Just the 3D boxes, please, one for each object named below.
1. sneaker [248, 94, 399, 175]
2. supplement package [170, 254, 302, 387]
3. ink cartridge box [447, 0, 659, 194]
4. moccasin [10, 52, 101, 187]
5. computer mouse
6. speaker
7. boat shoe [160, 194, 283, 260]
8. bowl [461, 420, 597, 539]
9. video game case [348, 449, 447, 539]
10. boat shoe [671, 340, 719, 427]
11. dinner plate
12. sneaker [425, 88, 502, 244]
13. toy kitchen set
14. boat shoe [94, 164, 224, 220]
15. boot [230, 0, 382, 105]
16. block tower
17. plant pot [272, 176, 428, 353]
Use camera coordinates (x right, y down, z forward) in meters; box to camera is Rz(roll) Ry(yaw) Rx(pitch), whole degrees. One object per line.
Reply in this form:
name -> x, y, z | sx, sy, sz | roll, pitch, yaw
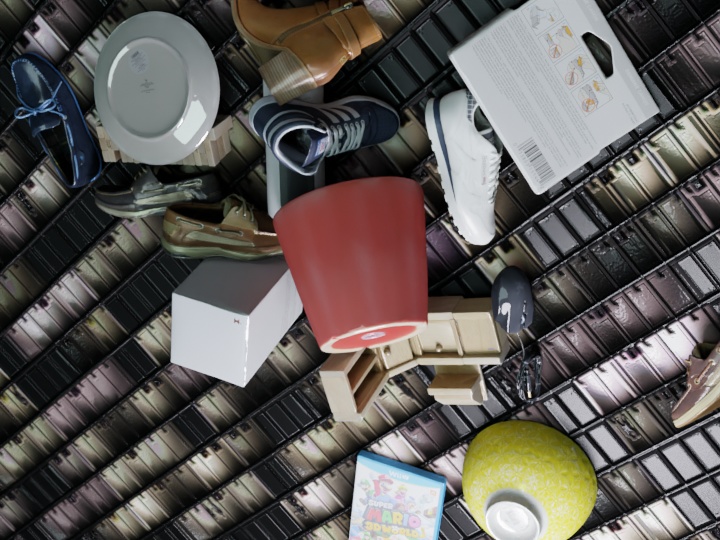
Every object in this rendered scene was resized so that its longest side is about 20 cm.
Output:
sneaker -> -0.032, -0.166, 1.442 | 0.196, 0.109, 0.071 | 0, 119, -21
supplement package -> -0.165, 0.044, 1.615 | 0.115, 0.200, 0.119 | 17, 123, 14
ink cartridge box -> 0.227, -0.223, 1.387 | 0.175, 0.045, 0.201 | -33, 103, 9
moccasin -> -0.435, -0.213, 1.671 | 0.080, 0.068, 0.202 | -22, 107, 32
computer mouse -> 0.215, 0.087, 1.557 | 0.034, 0.058, 0.203 | 19, 132, 53
speaker -> -0.086, -0.168, 1.535 | 0.080, 0.081, 0.203 | 11, 121, 18
boat shoe -> -0.173, -0.061, 1.597 | 0.196, 0.076, 0.075 | -4, 122, -11
bowl -> 0.227, 0.324, 1.656 | 0.197, 0.108, 0.203 | 11, 121, 18
video game case -> 0.054, 0.381, 1.820 | 0.141, 0.018, 0.203 | 16, 122, 16
boat shoe -> 0.447, 0.121, 1.478 | 0.072, 0.071, 0.201 | 55, 142, 24
dinner plate -> -0.279, -0.243, 1.571 | 0.197, 0.024, 0.204 | 3, 97, 22
sneaker -> 0.143, -0.126, 1.465 | 0.079, 0.077, 0.203 | -11, 114, 18
toy kitchen set -> 0.086, 0.152, 1.576 | 0.197, 0.181, 0.165 | -3, 118, 29
boat shoe -> -0.283, -0.117, 1.665 | 0.196, 0.075, 0.075 | 2, 109, 13
boot -> -0.069, -0.307, 1.442 | 0.154, 0.201, 0.077 | -31, 138, 4
block tower -> -0.273, -0.182, 1.626 | 0.197, 0.054, 0.059 | 3, 119, 23
plant pot -> 0.000, 0.000, 1.483 | 0.198, 0.199, 0.181 | -20, 75, 31
